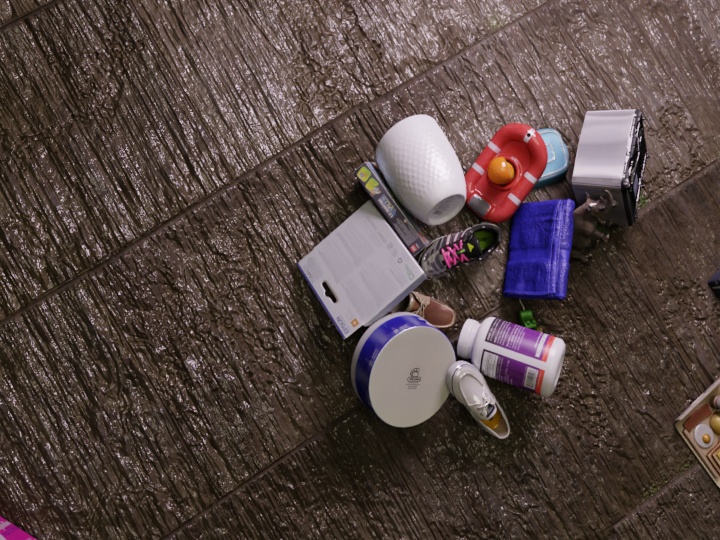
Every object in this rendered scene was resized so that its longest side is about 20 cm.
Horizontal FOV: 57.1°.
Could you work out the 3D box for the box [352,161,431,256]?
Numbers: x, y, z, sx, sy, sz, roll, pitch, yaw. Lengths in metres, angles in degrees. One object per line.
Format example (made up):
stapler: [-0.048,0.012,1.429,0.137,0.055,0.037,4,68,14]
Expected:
box: [0.066,-0.125,1.322,0.034,0.110,0.202,-36,90,14]

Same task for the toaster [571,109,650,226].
toaster: [0.515,-0.213,1.354,0.116,0.200,0.186,7,72,30]

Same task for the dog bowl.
dog bowl: [0.083,0.189,1.259,0.194,0.078,0.207,-8,108,-26]

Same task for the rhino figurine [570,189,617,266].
rhino figurine: [0.463,-0.091,1.344,0.085,0.202,0.061,16,55,6]

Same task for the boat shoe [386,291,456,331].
boat shoe: [0.101,0.077,1.322,0.194,0.072,0.078,13,81,-6]

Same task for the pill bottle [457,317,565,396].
pill bottle: [0.293,0.162,1.294,0.195,0.112,0.115,18,79,24]

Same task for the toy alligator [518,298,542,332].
toy alligator: [0.348,0.126,1.361,0.057,0.054,0.207,-5,84,-9]

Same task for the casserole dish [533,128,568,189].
casserole dish: [0.365,-0.238,1.419,0.194,0.039,0.125,-17,85,-9]

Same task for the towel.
towel: [0.357,-0.044,1.342,0.049,0.145,0.207,18,77,-41]

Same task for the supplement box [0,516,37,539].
supplement box: [-0.647,0.496,1.142,0.197,0.101,0.105,32,79,-3]

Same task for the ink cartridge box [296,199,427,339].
ink cartridge box: [0.000,0.000,1.287,0.198,0.041,0.202,-38,64,5]

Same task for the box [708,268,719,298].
box: [0.880,0.056,1.377,0.123,0.197,0.202,-36,89,-10]

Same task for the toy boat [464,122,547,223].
toy boat: [0.286,-0.198,1.325,0.130,0.130,0.202,39,103,12]

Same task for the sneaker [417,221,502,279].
sneaker: [0.206,-0.044,1.341,0.195,0.087,0.076,-25,95,-11]

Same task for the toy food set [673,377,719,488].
toy food set: [0.771,0.349,1.393,0.142,0.060,0.202,-36,89,-11]

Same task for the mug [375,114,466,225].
mug: [0.142,-0.181,1.313,0.147,0.198,0.178,-40,60,22]

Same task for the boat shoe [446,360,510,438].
boat shoe: [0.233,0.255,1.274,0.071,0.070,0.202,-40,121,-11]
